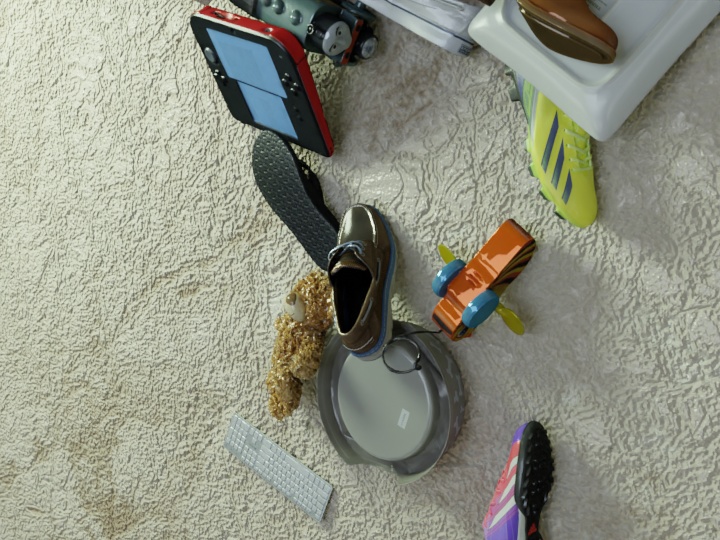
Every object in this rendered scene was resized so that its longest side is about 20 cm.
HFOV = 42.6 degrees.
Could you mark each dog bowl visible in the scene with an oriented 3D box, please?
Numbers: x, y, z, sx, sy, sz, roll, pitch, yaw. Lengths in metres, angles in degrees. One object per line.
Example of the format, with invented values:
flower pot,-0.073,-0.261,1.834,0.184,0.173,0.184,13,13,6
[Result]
dog bowl,0.039,0.153,1.114,0.198,0.058,0.203,6,99,38

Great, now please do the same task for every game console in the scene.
game console,-0.125,-0.235,1.152,0.199,0.031,0.178,28,148,38

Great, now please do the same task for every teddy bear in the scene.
teddy bear,-0.086,0.095,1.177,0.146,0.066,0.201,-85,17,-46

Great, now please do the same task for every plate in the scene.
plate,0.228,-0.262,0.896,0.200,0.032,0.200,-49,64,10

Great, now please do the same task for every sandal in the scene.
sandal,-0.075,-0.090,1.192,0.075,0.048,0.202,-34,87,34

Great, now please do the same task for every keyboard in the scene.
keyboard,-0.117,0.270,1.282,0.199,0.011,0.057,30,113,32

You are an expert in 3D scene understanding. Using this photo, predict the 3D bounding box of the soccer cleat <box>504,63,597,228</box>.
soccer cleat,0.210,-0.145,0.942,0.083,0.064,0.203,-21,82,35

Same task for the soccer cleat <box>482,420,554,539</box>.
soccer cleat,0.167,0.261,1.022,0.073,0.068,0.203,11,104,41

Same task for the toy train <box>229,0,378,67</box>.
toy train,-0.070,-0.312,1.113,0.200,0.113,0.086,40,118,28

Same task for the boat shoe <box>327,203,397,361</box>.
boat shoe,0.000,0.000,1.082,0.071,0.072,0.202,-18,59,22

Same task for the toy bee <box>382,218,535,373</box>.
toy bee,0.114,0.030,1.028,0.198,0.109,0.132,-26,69,12

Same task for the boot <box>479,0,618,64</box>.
boot,0.196,-0.298,0.862,0.200,0.074,0.155,42,95,24

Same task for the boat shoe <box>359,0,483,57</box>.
boat shoe,0.057,-0.314,1.048,0.199,0.073,0.066,35,111,19

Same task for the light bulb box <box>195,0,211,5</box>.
light bulb box,-0.184,-0.455,1.097,0.198,0.124,0.203,3,73,68
